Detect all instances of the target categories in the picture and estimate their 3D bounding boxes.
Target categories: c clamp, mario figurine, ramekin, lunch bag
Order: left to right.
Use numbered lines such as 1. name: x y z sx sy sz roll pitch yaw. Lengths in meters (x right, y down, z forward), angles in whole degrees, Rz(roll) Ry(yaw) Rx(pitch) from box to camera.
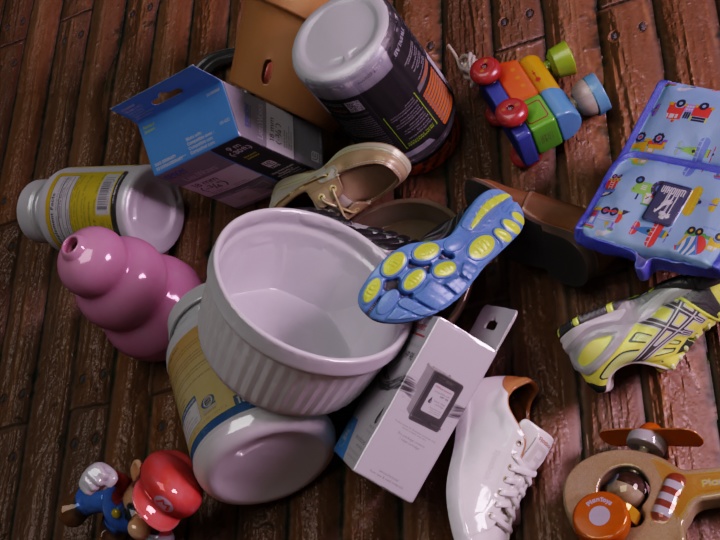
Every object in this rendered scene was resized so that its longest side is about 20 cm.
1. mario figurine: -0.235 0.247 1.278 0.200 0.123 0.106 -29 67 48
2. c clamp: -0.164 -0.207 1.608 0.171 0.027 0.200 -18 56 29
3. ramekin: -0.060 0.046 1.208 0.105 0.200 0.200 -63 36 39
4. lunch bag: 0.299 -0.065 1.152 0.150 0.094 0.200 18 59 39

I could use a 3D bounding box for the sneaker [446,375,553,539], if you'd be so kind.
1. sneaker: 0.129 0.181 1.147 0.085 0.073 0.200 -14 54 28

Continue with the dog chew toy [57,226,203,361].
1. dog chew toy: -0.257 0.019 1.407 0.124 0.200 0.125 -16 54 23

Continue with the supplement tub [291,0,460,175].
1. supplement tub: 0.024 -0.194 1.361 0.122 0.200 0.123 -15 55 23

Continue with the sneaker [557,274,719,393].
1. sneaker: 0.283 0.047 1.148 0.200 0.075 0.077 -23 85 14

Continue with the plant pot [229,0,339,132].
1. plant pot: -0.061 -0.251 1.470 0.200 0.200 0.140 30 97 41

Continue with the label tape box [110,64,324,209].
1. label tape box: -0.160 -0.143 1.426 0.144 0.200 0.063 -19 62 38

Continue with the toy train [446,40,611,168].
1. toy train: 0.177 -0.211 1.359 0.116 0.085 0.200 -26 50 3

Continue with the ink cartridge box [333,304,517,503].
1. ink cartridge box: 0.058 0.106 1.192 0.200 0.067 0.116 -60 9 -4

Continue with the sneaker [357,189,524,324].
1. sneaker: 0.077 -0.004 1.206 0.200 0.083 0.071 -36 82 -32

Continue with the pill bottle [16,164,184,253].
1. pill bottle: -0.325 -0.074 1.566 0.200 0.111 0.111 2 64 33

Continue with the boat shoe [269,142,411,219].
1. boat shoe: -0.027 -0.080 1.389 0.200 0.074 0.066 -22 37 44

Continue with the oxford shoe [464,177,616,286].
1. oxford shoe: 0.181 -0.047 1.274 0.071 0.071 0.200 -28 40 -25

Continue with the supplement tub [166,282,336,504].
1. supplement tub: -0.117 0.119 1.293 0.145 0.145 0.200 -32 50 12

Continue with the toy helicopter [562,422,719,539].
1. toy helicopter: 0.271 0.179 1.075 0.200 0.079 0.132 -11 47 14

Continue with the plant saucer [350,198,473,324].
1. plant saucer: 0.033 0.016 1.340 0.200 0.029 0.200 -16 54 23

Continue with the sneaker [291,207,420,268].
1. sneaker: 0.000 0.000 1.314 0.200 0.078 0.090 20 104 31
